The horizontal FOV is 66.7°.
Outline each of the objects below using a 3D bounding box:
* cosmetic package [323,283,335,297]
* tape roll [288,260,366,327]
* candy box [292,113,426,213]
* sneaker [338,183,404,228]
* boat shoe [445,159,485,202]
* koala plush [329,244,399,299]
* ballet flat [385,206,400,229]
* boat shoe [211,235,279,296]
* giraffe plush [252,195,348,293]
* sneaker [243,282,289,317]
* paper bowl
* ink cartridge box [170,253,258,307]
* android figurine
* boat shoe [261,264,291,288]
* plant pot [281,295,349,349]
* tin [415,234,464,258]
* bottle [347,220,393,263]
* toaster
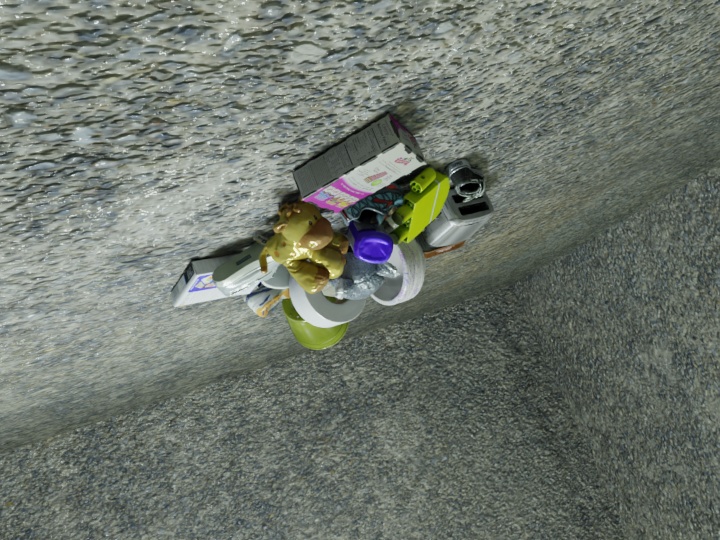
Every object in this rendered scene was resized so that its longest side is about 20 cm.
[{"bbox_3d":[-0.076,0.024,1.628,0.105,0.071,0.200,-25,166,13],"label":"cosmetic package"},{"bbox_3d":[-0.080,0.043,1.402,0.202,0.203,0.071,-10,171,-40],"label":"tape roll"},{"bbox_3d":[0.000,-0.181,0.963,0.200,0.061,0.136,-26,166,20],"label":"candy box"},{"bbox_3d":[0.023,-0.127,1.133,0.200,0.096,0.079,-9,162,-42],"label":"sneaker"},{"bbox_3d":[0.256,-0.200,1.272,0.074,0.068,0.199,-25,166,16],"label":"boat shoe"},{"bbox_3d":[0.000,0.000,1.277,0.177,0.184,0.200,-22,-164,-8],"label":"koala plush"},{"bbox_3d":[0.102,-0.125,1.305,0.068,0.075,0.200,-16,170,24],"label":"ballet flat"},{"bbox_3d":[-0.222,-0.010,1.192,0.201,0.070,0.072,-30,137,-10],"label":"boat shoe"},{"bbox_3d":[-0.111,-0.074,1.091,0.200,0.173,0.162,16,146,-8],"label":"giraffe plush"},{"bbox_3d":[-0.229,0.040,1.480,0.200,0.088,0.075,-38,157,-44],"label":"sneaker"},{"bbox_3d":[0.089,-0.017,1.422,0.104,0.201,0.201,-16,166,-37],"label":"paper bowl"},{"bbox_3d":[-0.323,0.020,1.286,0.200,0.043,0.198,-9,161,-37],"label":"ink cartridge box"},{"bbox_3d":[0.134,-0.143,1.207,0.200,0.041,0.182,-44,155,-31],"label":"android figurine"},{"bbox_3d":[-0.179,0.013,1.425,0.200,0.071,0.064,-10,168,-39],"label":"boat shoe"},{"bbox_3d":[-0.153,0.127,1.710,0.200,0.201,0.193,-22,155,4],"label":"plant pot"},{"bbox_3d":[0.205,-0.102,1.496,0.200,0.112,0.042,-18,157,-19],"label":"tin"},{"bbox_3d":[0.013,-0.078,1.185,0.083,0.065,0.200,8,-160,-14],"label":"bottle"},{"bbox_3d":[0.249,-0.141,1.403,0.200,0.114,0.129,-13,162,-30],"label":"toaster"}]
